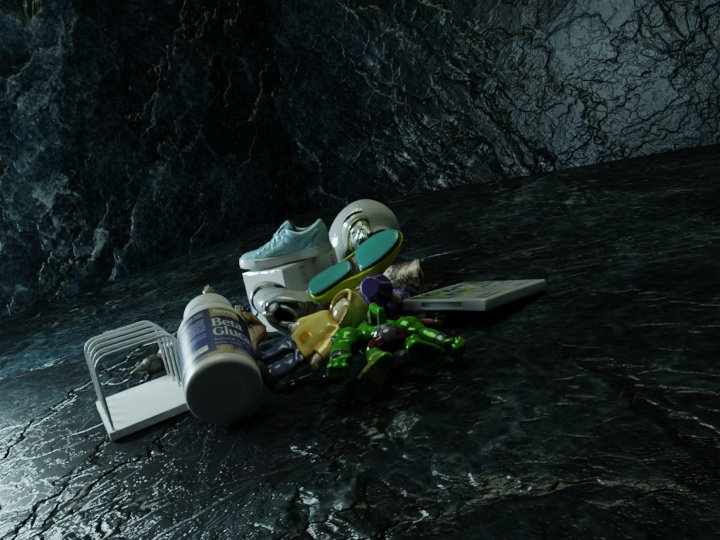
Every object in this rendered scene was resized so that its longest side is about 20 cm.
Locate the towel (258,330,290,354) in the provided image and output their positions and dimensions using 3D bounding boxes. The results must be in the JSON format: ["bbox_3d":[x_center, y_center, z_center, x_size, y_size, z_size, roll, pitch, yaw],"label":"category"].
[{"bbox_3d":[-0.164,0.147,1.213,0.188,0.036,0.199,-16,8,-24],"label":"towel"}]

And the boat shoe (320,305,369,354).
[{"bbox_3d":[0.003,0.089,1.145,0.067,0.077,0.198,-13,15,-28],"label":"boat shoe"}]

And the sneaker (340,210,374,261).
[{"bbox_3d":[0.003,-0.023,1.473,0.075,0.204,0.089,-22,41,-21],"label":"sneaker"}]

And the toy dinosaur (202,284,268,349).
[{"bbox_3d":[-0.211,0.103,1.201,0.197,0.088,0.135,19,-10,42],"label":"toy dinosaur"}]

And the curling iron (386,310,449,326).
[{"bbox_3d":[0.072,0.089,1.195,0.196,0.026,0.049,-8,3,34],"label":"curling iron"}]

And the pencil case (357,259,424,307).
[{"bbox_3d":[0.033,0.041,1.350,0.194,0.091,0.079,-13,45,7],"label":"pencil case"}]

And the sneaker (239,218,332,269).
[{"bbox_3d":[-0.158,-0.059,1.384,0.194,0.084,0.074,-14,10,0],"label":"sneaker"}]

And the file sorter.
[{"bbox_3d":[-0.364,0.165,1.098,0.136,0.128,0.199,-18,11,-25],"label":"file sorter"}]

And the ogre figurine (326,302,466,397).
[{"bbox_3d":[0.039,0.106,0.958,0.196,0.100,0.120,-27,24,-8],"label":"ogre figurine"}]

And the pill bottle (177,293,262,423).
[{"bbox_3d":[-0.214,0.120,1.004,0.108,0.114,0.201,-15,32,-12],"label":"pill bottle"}]

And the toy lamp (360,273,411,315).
[{"bbox_3d":[0.044,0.042,1.180,0.057,0.060,0.200,-11,-12,14],"label":"toy lamp"}]

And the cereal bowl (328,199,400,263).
[{"bbox_3d":[0.022,-0.060,1.590,0.196,0.205,0.083,-20,28,-31],"label":"cereal bowl"}]

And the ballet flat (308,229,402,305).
[{"bbox_3d":[0.000,0.000,1.181,0.197,0.067,0.068,-32,43,15],"label":"ballet flat"}]

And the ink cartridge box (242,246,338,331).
[{"bbox_3d":[-0.129,0.036,1.446,0.123,0.132,0.198,-5,13,39],"label":"ink cartridge box"}]

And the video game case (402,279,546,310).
[{"bbox_3d":[0.202,0.044,1.195,0.179,0.023,0.197,-3,7,45],"label":"video game case"}]

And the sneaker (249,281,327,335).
[{"bbox_3d":[-0.101,0.075,1.237,0.195,0.077,0.115,9,15,-22],"label":"sneaker"}]

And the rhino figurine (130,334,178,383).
[{"bbox_3d":[-0.349,0.157,1.278,0.198,0.061,0.087,-27,-8,-48],"label":"rhino figurine"}]

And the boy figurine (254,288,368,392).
[{"bbox_3d":[-0.073,0.105,1.042,0.197,0.065,0.125,-33,32,0],"label":"boy figurine"}]
